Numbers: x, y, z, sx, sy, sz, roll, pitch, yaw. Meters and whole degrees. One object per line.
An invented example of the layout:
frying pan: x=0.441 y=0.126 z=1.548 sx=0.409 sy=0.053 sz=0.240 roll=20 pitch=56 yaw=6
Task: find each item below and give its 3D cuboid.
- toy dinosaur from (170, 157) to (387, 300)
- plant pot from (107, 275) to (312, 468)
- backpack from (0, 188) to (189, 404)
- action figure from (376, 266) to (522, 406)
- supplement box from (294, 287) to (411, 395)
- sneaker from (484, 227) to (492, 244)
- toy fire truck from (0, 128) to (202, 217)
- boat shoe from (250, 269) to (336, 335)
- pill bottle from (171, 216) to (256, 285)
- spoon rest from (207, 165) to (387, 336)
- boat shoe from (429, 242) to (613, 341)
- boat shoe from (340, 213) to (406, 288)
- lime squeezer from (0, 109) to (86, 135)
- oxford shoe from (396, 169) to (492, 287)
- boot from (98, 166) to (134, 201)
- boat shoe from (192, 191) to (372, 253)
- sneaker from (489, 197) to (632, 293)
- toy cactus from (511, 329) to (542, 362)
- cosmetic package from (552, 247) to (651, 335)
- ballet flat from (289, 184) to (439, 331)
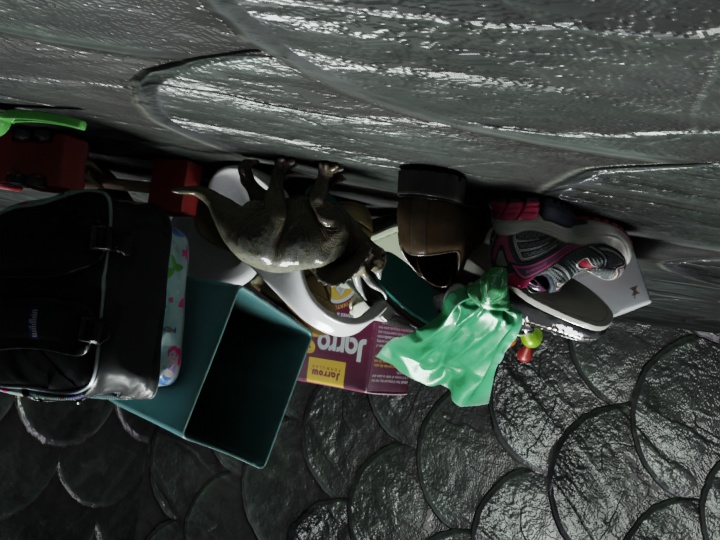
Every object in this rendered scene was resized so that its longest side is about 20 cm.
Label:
toy dinosaur: x=-0.062 y=-0.038 z=0.837 sx=0.196 sy=0.105 sz=0.077 roll=8 pitch=177 yaw=-12
plant pot: x=-0.180 y=0.082 z=0.984 sx=0.197 sy=0.144 sz=0.141 roll=14 pitch=166 yaw=32
backpack: x=-0.251 y=0.026 z=0.872 sx=0.196 sy=0.182 sz=0.150 roll=-4 pitch=168 yaw=29
action figure: x=0.091 y=0.052 z=0.870 sx=0.116 sy=0.056 sz=0.201 roll=19 pitch=152 yaw=-4
supplement box: x=-0.004 y=0.045 z=1.248 sx=0.129 sy=0.205 sz=0.103 roll=5 pitch=176 yaw=34
sneaker: x=0.109 y=0.014 z=1.086 sx=0.198 sy=0.077 sz=0.081 roll=-19 pitch=-161 yaw=41
toy fire truck: x=-0.261 y=-0.090 z=0.920 sx=0.196 sy=0.050 sz=0.140 roll=6 pitch=176 yaw=29
boat shoe: x=-0.064 y=0.013 z=1.040 sx=0.071 sy=0.065 sz=0.200 roll=38 pitch=176 yaw=-23
pill bottle: x=-0.165 y=-0.030 z=1.156 sx=0.108 sy=0.113 sz=0.200 roll=9 pitch=177 yaw=-8
spoon rest: x=-0.065 y=-0.014 z=0.912 sx=0.200 sy=0.061 sz=0.099 roll=44 pitch=138 yaw=-5
boat shoe: x=0.145 y=0.027 z=0.958 sx=0.197 sy=0.061 sz=0.073 roll=24 pitch=-152 yaw=27
boat shoe: x=0.046 y=-0.031 z=1.081 sx=0.198 sy=0.073 sz=0.061 roll=-8 pitch=-148 yaw=36
lime squeezer: x=-0.299 y=-0.099 z=0.776 sx=0.197 sy=0.072 sz=0.038 roll=-25 pitch=147 yaw=18
oxford shoe: x=0.066 y=-0.028 z=0.854 sx=0.071 sy=0.086 sz=0.200 roll=5 pitch=177 yaw=19
boot: x=-0.236 y=-0.025 z=1.071 sx=0.073 sy=0.076 sz=0.201 roll=-21 pitch=120 yaw=23
boat shoe: x=-0.083 y=-0.049 z=1.017 sx=0.197 sy=0.075 sz=0.063 roll=-1 pitch=-175 yaw=-32
sneaker: x=0.175 y=-0.014 z=0.897 sx=0.080 sy=0.076 sz=0.198 roll=5 pitch=176 yaw=44
toy cactus: x=0.145 y=0.013 z=1.171 sx=0.200 sy=0.102 sz=0.166 roll=43 pitch=145 yaw=10
cosmetic package: x=0.247 y=0.021 z=1.083 sx=0.100 sy=0.075 sz=0.200 roll=-19 pitch=171 yaw=6
ballet flat: x=0.000 y=0.000 z=0.971 sx=0.200 sy=0.068 sz=0.068 roll=44 pitch=127 yaw=-7
